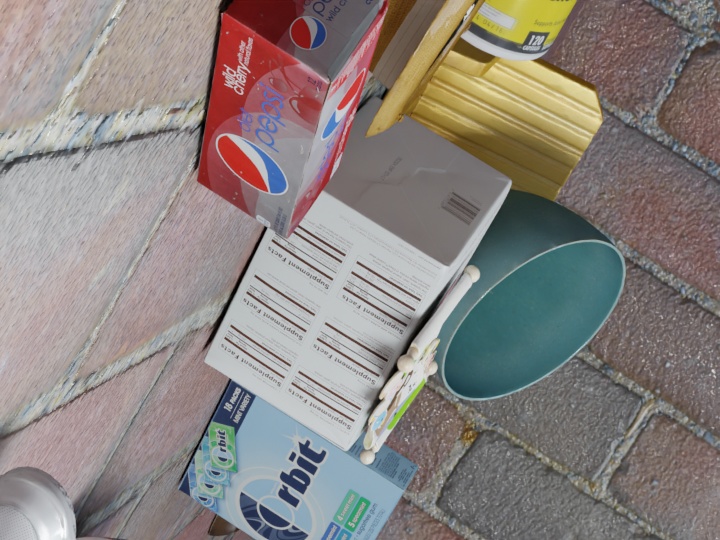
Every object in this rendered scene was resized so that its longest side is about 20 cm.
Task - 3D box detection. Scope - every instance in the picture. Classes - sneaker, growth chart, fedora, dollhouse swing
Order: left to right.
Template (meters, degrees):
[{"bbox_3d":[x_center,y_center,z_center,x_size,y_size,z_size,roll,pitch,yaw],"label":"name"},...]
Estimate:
[{"bbox_3d":[-0.226,0.202,1.024,0.201,0.075,0.115,-56,178,12],"label":"sneaker"},{"bbox_3d":[0.043,0.081,1.558,0.145,0.018,0.201,-54,171,-31],"label":"growth chart"},{"bbox_3d":[0.036,-0.182,1.223,0.201,0.081,0.201,-55,180,-1],"label":"fedora"},{"bbox_3d":[0.106,-0.113,1.775,0.201,0.175,0.182,-59,175,30],"label":"dollhouse swing"}]

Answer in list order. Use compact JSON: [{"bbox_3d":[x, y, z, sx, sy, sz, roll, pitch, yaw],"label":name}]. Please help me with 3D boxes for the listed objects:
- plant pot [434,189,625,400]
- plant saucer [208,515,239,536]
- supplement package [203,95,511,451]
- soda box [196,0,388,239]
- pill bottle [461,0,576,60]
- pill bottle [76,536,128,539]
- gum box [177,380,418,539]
[{"bbox_3d":[0.126,0.002,1.767,0.199,0.135,0.201,-24,145,-18],"label":"plant pot"},{"bbox_3d":[-0.139,0.280,2.582,0.201,0.032,0.200,-58,174,-9],"label":"plant saucer"},{"bbox_3d":[0.000,0.000,1.588,0.201,0.146,0.191,-62,173,31],"label":"supplement package"},{"bbox_3d":[-0.041,-0.096,1.053,0.064,0.070,0.200,-54,174,-24],"label":"soda box"},{"bbox_3d":[0.144,-0.276,1.519,0.201,0.111,0.112,-61,174,33],"label":"pill bottle"},{"bbox_3d":[-0.197,0.263,1.476,0.112,0.111,0.200,-57,174,-7],"label":"pill bottle"},{"bbox_3d":[-0.064,0.206,1.891,0.045,0.199,0.171,-51,172,-51],"label":"gum box"}]
